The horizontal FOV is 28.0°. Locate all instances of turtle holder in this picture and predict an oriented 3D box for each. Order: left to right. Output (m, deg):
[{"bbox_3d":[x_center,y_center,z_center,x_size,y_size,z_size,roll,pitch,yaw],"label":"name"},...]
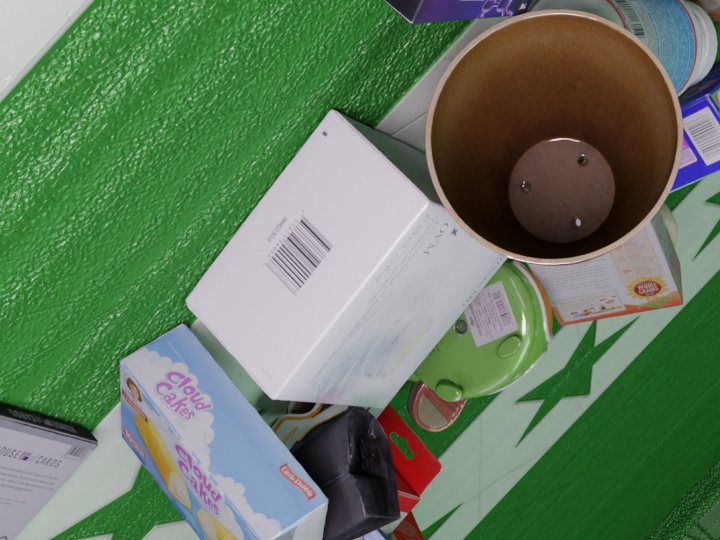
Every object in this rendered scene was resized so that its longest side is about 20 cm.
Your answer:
[{"bbox_3d":[0.113,0.068,1.443,0.131,0.141,0.186,-3,131,-57],"label":"turtle holder"}]

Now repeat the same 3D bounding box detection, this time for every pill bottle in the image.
[{"bbox_3d":[0.233,-0.195,1.272,0.199,0.109,0.109,-13,140,-48],"label":"pill bottle"}]

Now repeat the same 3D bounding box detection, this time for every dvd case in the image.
[{"bbox_3d":[-0.309,0.189,1.111,0.200,0.025,0.150,-48,155,4],"label":"dvd case"}]

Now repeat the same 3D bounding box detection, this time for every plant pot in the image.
[{"bbox_3d":[0.156,-0.082,1.130,0.186,0.186,0.200,-46,166,1],"label":"plant pot"}]

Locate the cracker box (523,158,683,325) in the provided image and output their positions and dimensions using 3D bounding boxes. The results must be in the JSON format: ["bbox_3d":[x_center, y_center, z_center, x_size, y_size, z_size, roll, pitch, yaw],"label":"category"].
[{"bbox_3d":[0.234,-0.029,1.436,0.133,0.058,0.200,-10,143,20],"label":"cracker box"}]

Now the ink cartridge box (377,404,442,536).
[{"bbox_3d":[-0.021,0.239,1.513,0.200,0.116,0.067,-51,146,9],"label":"ink cartridge box"}]

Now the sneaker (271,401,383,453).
[{"bbox_3d":[-0.022,0.135,1.422,0.079,0.079,0.200,-53,174,25],"label":"sneaker"}]

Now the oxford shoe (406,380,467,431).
[{"bbox_3d":[0.110,0.078,1.564,0.201,0.071,0.074,-52,-164,-6],"label":"oxford shoe"}]

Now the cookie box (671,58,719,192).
[{"bbox_3d":[0.356,-0.157,1.442,0.200,0.076,0.171,-37,-174,-36],"label":"cookie box"}]

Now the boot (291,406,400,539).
[{"bbox_3d":[-0.057,0.160,1.216,0.065,0.166,0.200,-14,165,-38],"label":"boot"}]

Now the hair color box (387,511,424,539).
[{"bbox_3d":[0.010,0.306,1.582,0.064,0.200,0.111,34,102,-25],"label":"hair color box"}]

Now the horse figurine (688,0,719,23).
[{"bbox_3d":[0.362,-0.284,1.393,0.132,0.050,0.200,-24,160,-4],"label":"horse figurine"}]

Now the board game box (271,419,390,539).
[{"bbox_3d":[-0.060,0.263,1.396,0.135,0.200,0.034,-44,155,-1],"label":"board game box"}]

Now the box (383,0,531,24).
[{"bbox_3d":[0.094,-0.275,0.981,0.141,0.079,0.201,-18,144,-49],"label":"box"}]

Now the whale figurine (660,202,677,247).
[{"bbox_3d":[0.248,-0.050,1.555,0.199,0.104,0.160,18,119,-35],"label":"whale figurine"}]

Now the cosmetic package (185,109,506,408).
[{"bbox_3d":[0.000,0.000,1.192,0.200,0.123,0.200,-51,156,13],"label":"cosmetic package"}]

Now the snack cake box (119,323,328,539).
[{"bbox_3d":[-0.113,0.157,1.156,0.067,0.200,0.116,-29,151,-26],"label":"snack cake box"}]
